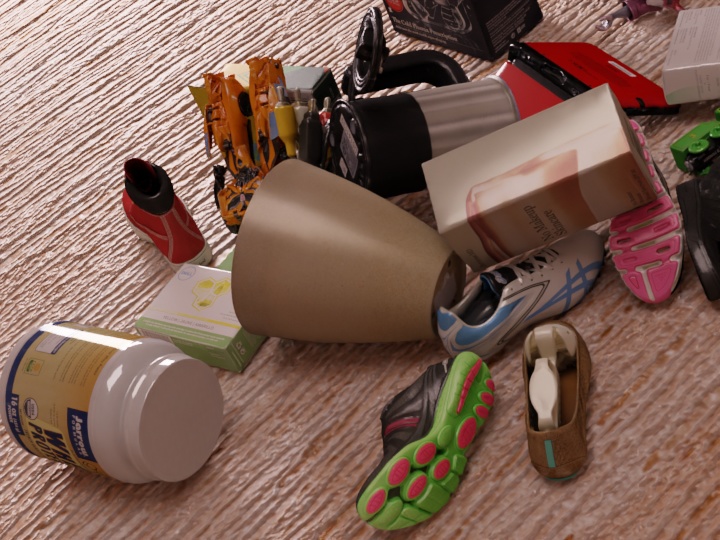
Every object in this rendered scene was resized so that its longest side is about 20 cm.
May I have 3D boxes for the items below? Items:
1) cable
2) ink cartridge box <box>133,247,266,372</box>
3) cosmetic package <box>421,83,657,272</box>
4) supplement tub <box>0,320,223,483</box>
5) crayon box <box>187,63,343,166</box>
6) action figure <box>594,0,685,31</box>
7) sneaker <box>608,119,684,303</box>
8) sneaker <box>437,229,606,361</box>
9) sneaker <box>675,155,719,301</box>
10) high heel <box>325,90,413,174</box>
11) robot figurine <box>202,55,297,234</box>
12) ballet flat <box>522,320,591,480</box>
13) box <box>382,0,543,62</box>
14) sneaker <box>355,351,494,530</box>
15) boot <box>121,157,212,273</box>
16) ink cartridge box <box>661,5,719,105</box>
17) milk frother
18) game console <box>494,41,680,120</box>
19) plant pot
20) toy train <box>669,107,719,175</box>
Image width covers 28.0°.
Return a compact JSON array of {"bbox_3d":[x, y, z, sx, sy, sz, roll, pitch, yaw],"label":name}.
[{"bbox_3d":[-0.057,-0.106,1.622,0.050,0.097,0.202,-3,81,58],"label":"cable"},{"bbox_3d":[-0.139,0.017,1.612,0.145,0.048,0.200,10,52,38],"label":"ink cartridge box"},{"bbox_3d":[0.174,-0.087,1.401,0.199,0.103,0.088,-23,58,18],"label":"cosmetic package"},{"bbox_3d":[-0.251,0.133,1.455,0.199,0.145,0.145,8,48,36],"label":"supplement tub"},{"bbox_3d":[-0.105,-0.188,1.768,0.199,0.127,0.051,8,47,34],"label":"crayon box"},{"bbox_3d":[0.345,-0.366,1.784,0.148,0.134,0.200,3,35,-39],"label":"action figure"},{"bbox_3d":[0.283,-0.052,1.444,0.073,0.087,0.201,-20,60,16],"label":"sneaker"},{"bbox_3d":[0.162,0.016,1.428,0.199,0.073,0.072,-35,37,-15],"label":"sneaker"},{"bbox_3d":[0.368,-0.056,1.408,0.104,0.060,0.200,-18,34,16],"label":"sneaker"},{"bbox_3d":[0.001,-0.142,1.718,0.199,0.072,0.143,-31,27,-4],"label":"high heel"},{"bbox_3d":[-0.128,-0.139,1.677,0.144,0.058,0.202,-13,80,35],"label":"robot figurine"},{"bbox_3d":[0.174,0.098,1.322,0.067,0.073,0.201,-10,40,18],"label":"ballet flat"},{"bbox_3d":[0.109,-0.387,1.840,0.104,0.183,0.200,-41,40,-20],"label":"box"},{"bbox_3d":[0.053,0.160,1.330,0.083,0.077,0.200,-9,34,47],"label":"sneaker"},{"bbox_3d":[-0.256,-0.095,1.728,0.072,0.145,0.200,-35,37,-11],"label":"boot"},{"bbox_3d":[0.441,-0.248,1.588,0.199,0.050,0.161,-3,32,23],"label":"ink cartridge box"},{"bbox_3d":[0.072,-0.184,1.547,0.187,0.200,0.182,-12,76,-19],"label":"milk frother"},{"bbox_3d":[0.237,-0.176,1.657,0.171,0.119,0.200,-4,30,-26],"label":"game console"},{"bbox_3d":[0.000,0.000,1.472,0.199,0.188,0.188,15,51,22],"label":"plant pot"},{"bbox_3d":[0.413,-0.166,1.533,0.199,0.042,0.056,-35,28,-13],"label":"toy train"}]
